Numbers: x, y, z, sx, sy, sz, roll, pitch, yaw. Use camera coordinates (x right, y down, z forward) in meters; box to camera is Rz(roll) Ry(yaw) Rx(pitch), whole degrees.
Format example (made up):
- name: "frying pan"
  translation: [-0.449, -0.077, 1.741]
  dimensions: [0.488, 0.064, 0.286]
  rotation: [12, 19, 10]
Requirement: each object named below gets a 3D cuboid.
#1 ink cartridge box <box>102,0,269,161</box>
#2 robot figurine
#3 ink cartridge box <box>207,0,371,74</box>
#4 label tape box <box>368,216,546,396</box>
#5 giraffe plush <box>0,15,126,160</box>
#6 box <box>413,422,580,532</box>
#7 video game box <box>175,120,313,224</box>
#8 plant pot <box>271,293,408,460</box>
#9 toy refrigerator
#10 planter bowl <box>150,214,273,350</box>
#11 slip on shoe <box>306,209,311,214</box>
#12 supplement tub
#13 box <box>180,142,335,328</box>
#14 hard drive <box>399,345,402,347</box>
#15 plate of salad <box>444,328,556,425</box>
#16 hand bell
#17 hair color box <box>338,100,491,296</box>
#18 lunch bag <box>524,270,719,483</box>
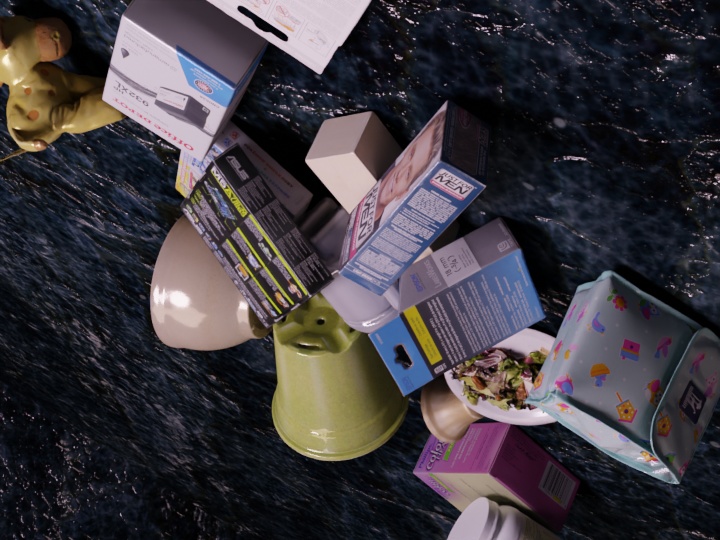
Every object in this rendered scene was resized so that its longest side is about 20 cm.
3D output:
- name: "ink cartridge box"
  translation: [-0.203, -0.228, 1.349]
  dimensions: [0.144, 0.084, 0.200]
  rotation: [32, 155, -6]
- name: "robot figurine"
  translation: [0.000, 0.000, 1.498]
  dimensions: [0.200, 0.113, 0.169]
  rotation: [51, 171, -35]
- name: "ink cartridge box"
  translation: [-0.067, -0.288, 1.146]
  dimensions: [0.160, 0.050, 0.200]
  rotation: [33, 159, -7]
- name: "label tape box"
  translation: [0.107, 0.044, 1.403]
  dimensions: [0.064, 0.199, 0.145]
  rotation: [62, -179, 42]
- name: "giraffe plush"
  translation: [-0.400, -0.243, 1.476]
  dimensions: [0.172, 0.199, 0.164]
  rotation: [2, 115, 50]
- name: "box"
  translation: [0.220, 0.335, 1.931]
  dimensions: [0.176, 0.097, 0.199]
  rotation: [40, 152, -22]
- name: "video game box"
  translation: [-0.155, -0.102, 1.537]
  dimensions: [0.182, 0.047, 0.200]
  rotation: [40, 155, 4]
- name: "plant pot"
  translation: [-0.041, 0.124, 1.640]
  dimensions: [0.199, 0.201, 0.185]
  rotation: [17, 141, 25]
- name: "toy refrigerator"
  translation: [0.030, -0.091, 1.379]
  dimensions: [0.075, 0.070, 0.200]
  rotation: [-4, 140, 41]
- name: "planter bowl"
  translation: [-0.186, 0.023, 1.675]
  dimensions: [0.133, 0.202, 0.201]
  rotation: [12, 150, 21]
- name: "slip on shoe"
  translation: [-0.069, -0.016, 1.627]
  dimensions: [0.076, 0.061, 0.200]
  rotation: [30, 155, -2]
- name: "supplement tub"
  translation: [0.242, 0.456, 1.848]
  dimensions: [0.199, 0.146, 0.145]
  rotation: [34, 155, -9]
- name: "box"
  translation: [-0.133, -0.037, 1.469]
  dimensions: [0.201, 0.047, 0.193]
  rotation: [54, 153, 0]
- name: "hard drive"
  translation: [0.052, 0.057, 1.657]
  dimensions: [0.198, 0.043, 0.135]
  rotation: [28, 155, 6]
- name: "plate of salad"
  translation: [0.208, 0.151, 1.605]
  dimensions: [0.198, 0.048, 0.201]
  rotation: [9, 137, 9]
- name: "hand bell"
  translation: [0.191, 0.177, 1.715]
  dimensions: [0.104, 0.105, 0.199]
  rotation: [41, 140, -23]
- name: "hair color box"
  translation: [0.056, -0.074, 1.255]
  dimensions: [0.060, 0.101, 0.200]
  rotation: [28, 132, -17]
- name: "lunch bag"
  translation: [0.315, 0.125, 1.351]
  dimensions: [0.199, 0.171, 0.122]
  rotation: [31, 163, -4]
